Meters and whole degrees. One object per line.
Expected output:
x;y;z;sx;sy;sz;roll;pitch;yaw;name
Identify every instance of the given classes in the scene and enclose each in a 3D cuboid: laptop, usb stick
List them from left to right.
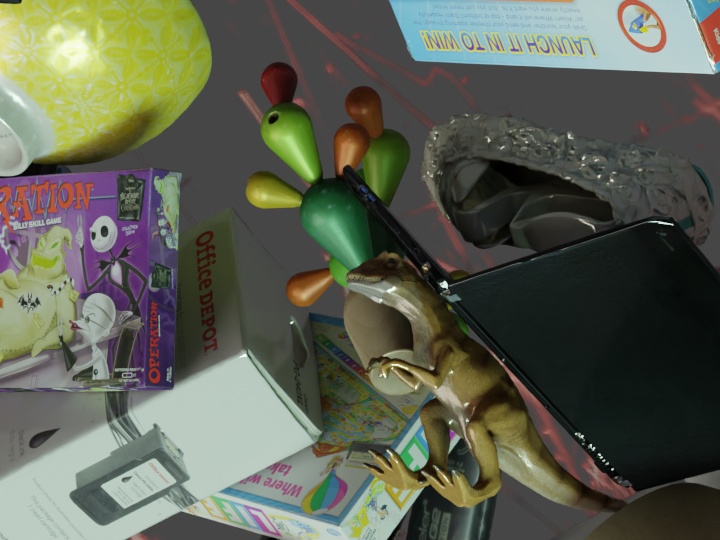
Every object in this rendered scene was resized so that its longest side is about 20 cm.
0.045;0.176;1.591;0.055;0.033;0.201;11;91;45;usb stick
0.109;0.014;1.363;0.177;0.103;0.200;47;-178;-36;laptop

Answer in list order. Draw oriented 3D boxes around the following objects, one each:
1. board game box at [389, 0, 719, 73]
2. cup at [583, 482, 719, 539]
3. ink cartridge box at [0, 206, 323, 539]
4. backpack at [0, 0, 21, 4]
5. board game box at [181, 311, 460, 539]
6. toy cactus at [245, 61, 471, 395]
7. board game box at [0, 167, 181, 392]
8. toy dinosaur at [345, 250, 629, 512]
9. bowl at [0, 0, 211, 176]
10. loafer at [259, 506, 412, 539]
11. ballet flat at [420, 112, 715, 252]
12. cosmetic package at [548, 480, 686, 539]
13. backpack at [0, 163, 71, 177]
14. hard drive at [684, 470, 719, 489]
0.071;-0.188;1.256;0.200;0.056;0.196;8;130;48;board game box
0.171;0.189;1.372;0.143;0.200;0.201;51;153;29;cup
-0.131;0.070;1.606;0.083;0.200;0.145;54;-165;-33;ink cartridge box
-0.132;-0.254;1.332;0.191;0.200;0.154;50;145;13;backpack
-0.033;0.088;1.606;0.200;0.135;0.034;11;145;47;board game box
0.000;0.000;1.470;0.165;0.102;0.200;-101;-10;-51;toy cactus
-0.182;0.007;1.570;0.199;0.032;0.121;-3;80;40;board game box
0.064;0.077;1.378;0.200;0.106;0.060;50;146;-13;toy dinosaur
-0.194;-0.119;1.567;0.200;0.108;0.200;24;153;13;bowl
-0.018;0.164;1.611;0.073;0.200;0.071;-4;117;29;loafer
0.086;-0.037;1.392;0.200;0.072;0.072;8;129;49;ballet flat
0.142;0.191;1.555;0.102;0.071;0.200;52;149;-1;cosmetic package
-0.212;0.020;1.756;0.153;0.163;0.200;19;146;19;backpack
0.240;0.125;1.403;0.200;0.027;0.132;46;149;6;hard drive
